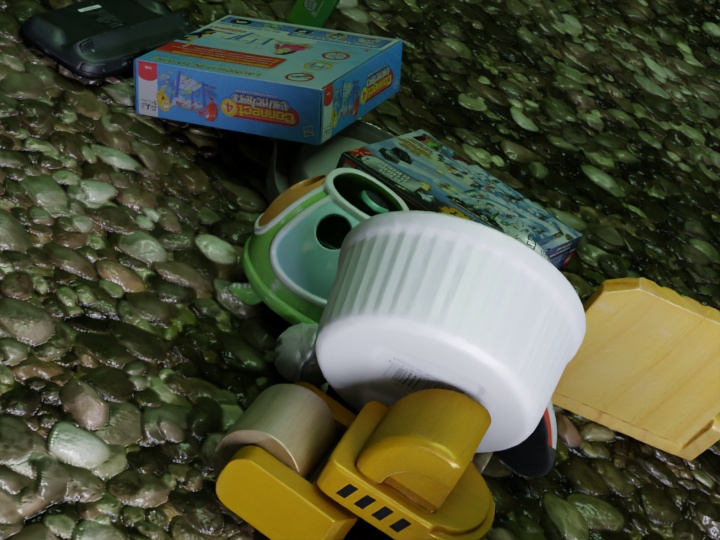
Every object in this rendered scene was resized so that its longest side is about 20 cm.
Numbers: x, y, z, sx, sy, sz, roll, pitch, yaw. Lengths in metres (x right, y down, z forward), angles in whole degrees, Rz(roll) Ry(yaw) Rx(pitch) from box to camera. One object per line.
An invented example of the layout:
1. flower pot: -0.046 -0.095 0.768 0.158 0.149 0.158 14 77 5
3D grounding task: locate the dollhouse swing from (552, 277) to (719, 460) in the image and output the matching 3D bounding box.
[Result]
1. dollhouse swing: 0.260 0.052 1.537 0.200 0.176 0.182 23 32 -11

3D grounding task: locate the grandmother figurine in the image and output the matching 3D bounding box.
1. grandmother figurine: 0.017 0.108 1.365 0.200 0.061 0.121 31 39 5

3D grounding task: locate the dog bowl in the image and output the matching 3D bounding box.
1. dog bowl: -0.002 -0.071 1.603 0.200 0.059 0.200 22 31 -14

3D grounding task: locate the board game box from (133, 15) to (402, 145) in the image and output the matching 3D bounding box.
1. board game box: -0.087 -0.191 1.630 0.200 0.056 0.196 12 25 21

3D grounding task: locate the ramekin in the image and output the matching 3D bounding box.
1. ramekin: 0.062 0.053 1.264 0.200 0.200 0.098 27 59 -6

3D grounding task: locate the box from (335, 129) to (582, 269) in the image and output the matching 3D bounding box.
1. box: 0.089 -0.056 1.543 0.200 0.040 0.137 36 30 23

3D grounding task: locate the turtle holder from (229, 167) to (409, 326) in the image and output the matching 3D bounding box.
1. turtle holder: -0.010 -0.001 1.424 0.141 0.132 0.186 -6 46 -46

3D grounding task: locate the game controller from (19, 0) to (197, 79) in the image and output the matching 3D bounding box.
1. game controller: -0.248 -0.238 1.665 0.104 0.042 0.200 26 27 21

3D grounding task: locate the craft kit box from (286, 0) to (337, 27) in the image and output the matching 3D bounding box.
1. craft kit box: -0.004 -0.392 1.930 0.049 0.200 0.198 31 31 -1

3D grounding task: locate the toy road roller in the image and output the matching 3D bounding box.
1. toy road roller: 0.007 0.139 1.221 0.200 0.146 0.123 33 31 4

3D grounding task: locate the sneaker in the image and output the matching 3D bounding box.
1. sneaker: 0.141 0.067 1.409 0.108 0.067 0.201 -41 116 -45
